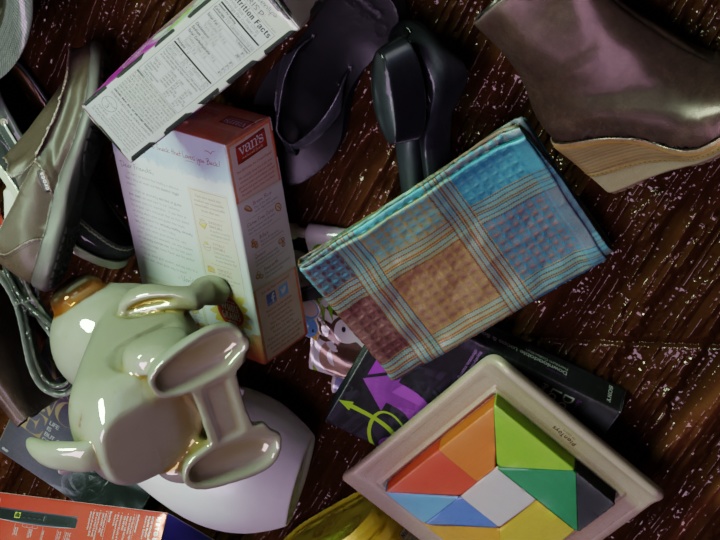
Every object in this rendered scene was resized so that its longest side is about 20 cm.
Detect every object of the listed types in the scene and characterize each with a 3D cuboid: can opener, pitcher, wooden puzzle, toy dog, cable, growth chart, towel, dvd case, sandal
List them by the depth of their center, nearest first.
[{"bbox_3d":[0.045,-0.091,1.571,0.063,0.078,0.200,41,147,50],"label":"can opener"},{"bbox_3d":[0.072,-0.010,1.575,0.200,0.022,0.147,-32,124,11],"label":"towel"},{"bbox_3d":[-0.034,-0.142,1.602,0.076,0.043,0.200,33,130,4],"label":"sandal"},{"bbox_3d":[-0.173,0.083,1.643,0.194,0.200,0.140,-31,124,-7],"label":"toy dog"},{"bbox_3d":[0.110,0.175,1.684,0.185,0.037,0.200,39,126,-15],"label":"wooden puzzle"},{"bbox_3d":[0.011,0.051,1.725,0.144,0.018,0.200,1,119,25],"label":"growth chart"},{"bbox_3d":[-0.140,0.128,1.777,0.199,0.121,0.172,17,127,5],"label":"pitcher"},{"bbox_3d":[-0.287,0.010,1.778,0.097,0.050,0.201,-8,86,7],"label":"cable"},{"bbox_3d":[-0.236,0.137,1.907,0.149,0.016,0.200,33,129,3],"label":"dvd case"}]

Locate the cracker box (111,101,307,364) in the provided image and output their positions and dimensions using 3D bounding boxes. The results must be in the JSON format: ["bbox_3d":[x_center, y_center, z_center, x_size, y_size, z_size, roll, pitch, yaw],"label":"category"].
[{"bbox_3d":[-0.120,-0.037,1.685,0.134,0.058,0.200,18,130,38],"label":"cracker box"}]

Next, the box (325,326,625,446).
[{"bbox_3d":[0.090,0.108,1.686,0.200,0.036,0.143,25,127,-5],"label":"box"}]

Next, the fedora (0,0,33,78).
[{"bbox_3d":[-0.313,-0.246,1.643,0.177,0.090,0.200,-21,104,34],"label":"fedora"}]

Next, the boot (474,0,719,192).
[{"bbox_3d":[0.191,-0.150,1.455,0.200,0.072,0.166,-26,108,40],"label":"boot"}]

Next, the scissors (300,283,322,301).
[{"bbox_3d":[0.000,0.000,1.681,0.200,0.014,0.073,0,123,28],"label":"scissors"}]

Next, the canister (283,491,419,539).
[{"bbox_3d":[0.032,0.295,1.834,0.148,0.087,0.200,-33,104,38],"label":"canister"}]

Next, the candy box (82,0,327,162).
[{"bbox_3d":[-0.099,-0.177,1.551,0.200,0.136,0.061,-33,103,37],"label":"candy box"}]

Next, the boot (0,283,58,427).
[{"bbox_3d":[-0.326,0.056,1.784,0.072,0.200,0.167,-36,87,14],"label":"boot"}]

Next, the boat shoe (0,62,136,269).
[{"bbox_3d":[-0.249,-0.087,1.724,0.068,0.072,0.200,-41,88,29],"label":"boat shoe"}]

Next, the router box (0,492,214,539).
[{"bbox_3d":[-0.209,0.252,1.878,0.179,0.049,0.200,4,160,25],"label":"router box"}]

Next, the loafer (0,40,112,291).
[{"bbox_3d":[-0.246,-0.087,1.664,0.071,0.073,0.201,15,86,3],"label":"loafer"}]
